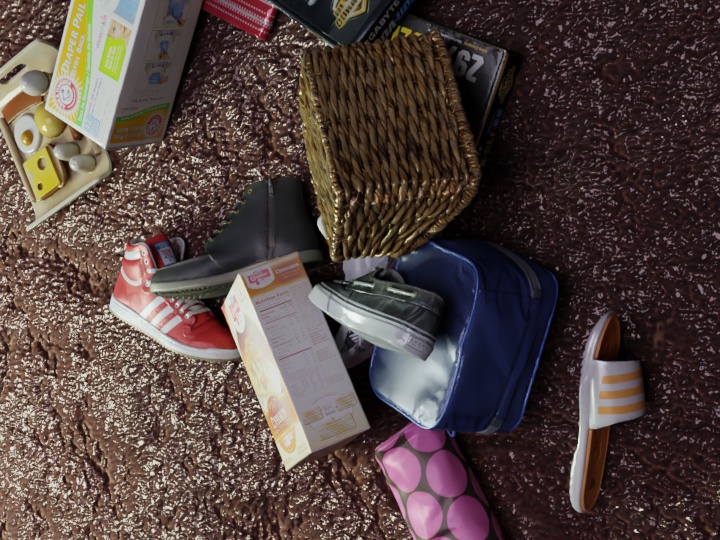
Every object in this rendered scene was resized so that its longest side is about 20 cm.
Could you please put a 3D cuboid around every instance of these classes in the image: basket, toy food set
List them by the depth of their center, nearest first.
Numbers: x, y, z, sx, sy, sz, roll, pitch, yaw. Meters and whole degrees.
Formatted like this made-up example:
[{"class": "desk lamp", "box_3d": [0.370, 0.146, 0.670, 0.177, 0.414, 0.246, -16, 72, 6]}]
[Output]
[{"class": "basket", "box_3d": [0.026, -0.116, 1.287, 0.148, 0.143, 0.201, -9, 59, -9]}, {"class": "toy food set", "box_3d": [-0.407, -0.168, 1.636, 0.143, 0.060, 0.201, -30, 78, 28]}]

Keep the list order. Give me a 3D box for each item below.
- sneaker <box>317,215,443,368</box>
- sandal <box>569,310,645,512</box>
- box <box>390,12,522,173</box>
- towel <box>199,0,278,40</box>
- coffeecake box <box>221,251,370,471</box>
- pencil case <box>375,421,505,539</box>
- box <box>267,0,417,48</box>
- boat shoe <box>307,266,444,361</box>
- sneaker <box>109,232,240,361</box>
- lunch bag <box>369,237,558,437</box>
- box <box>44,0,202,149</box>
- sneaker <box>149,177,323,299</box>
[{"class": "sneaker", "box_3d": [0.000, 0.000, 1.400, 0.115, 0.075, 0.201, 35, 105, 24]}, {"class": "sandal", "box_3d": [0.248, 0.141, 1.263, 0.059, 0.079, 0.209, 11, 108, 28]}, {"class": "box", "box_3d": [0.054, -0.184, 1.368, 0.199, 0.049, 0.161, 26, 104, 27]}, {"class": "towel", "box_3d": [-0.126, -0.382, 1.476, 0.144, 0.022, 0.201, 30, 110, 23]}, {"class": "coffeecake box", "box_3d": [-0.074, 0.101, 1.403, 0.201, 0.073, 0.154, 67, 163, 10]}, {"class": "pencil case", "box_3d": [0.085, 0.256, 1.360, 0.093, 0.090, 0.201, -33, 75, 35]}, {"class": "box", "box_3d": [0.002, -0.333, 1.353, 0.159, 0.046, 0.201, 39, 94, 27]}, {"class": "boat shoe", "box_3d": [0.022, 0.034, 1.268, 0.199, 0.072, 0.071, 21, 79, 55]}, {"class": "sneaker", "box_3d": [-0.212, 0.027, 1.527, 0.199, 0.071, 0.113, 23, 108, 30]}, {"class": "lunch bag", "box_3d": [0.108, 0.072, 1.303, 0.136, 0.131, 0.202, 33, 112, 50]}, {"class": "box", "box_3d": [-0.275, -0.257, 1.515, 0.112, 0.101, 0.201, 31, 116, 25]}, {"class": "sneaker", "box_3d": [-0.147, -0.034, 1.468, 0.198, 0.075, 0.107, -13, 79, 3]}]
